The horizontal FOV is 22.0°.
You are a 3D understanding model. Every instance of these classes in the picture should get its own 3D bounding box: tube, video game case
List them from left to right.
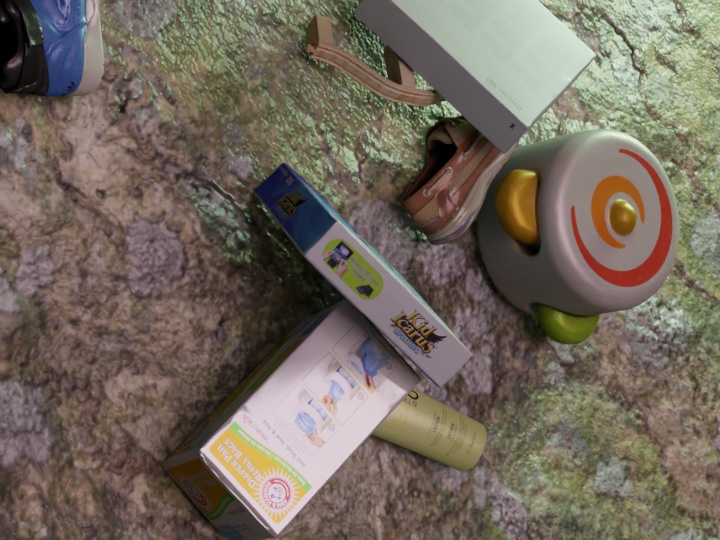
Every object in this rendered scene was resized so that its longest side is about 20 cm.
[{"bbox_3d":[0.000,0.000,1.656,0.045,0.200,0.181,-44,114,2],"label":"video game case"},{"bbox_3d":[0.028,0.132,1.753,0.199,0.052,0.058,28,30,-24],"label":"tube"}]

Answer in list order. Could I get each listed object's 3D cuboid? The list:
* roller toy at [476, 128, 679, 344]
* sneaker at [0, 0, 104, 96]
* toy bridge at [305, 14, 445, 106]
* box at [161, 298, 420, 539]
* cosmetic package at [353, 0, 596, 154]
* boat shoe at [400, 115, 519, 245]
[{"bbox_3d":[0.221,-0.048,1.853,0.183,0.139,0.200,-48,111,-30],"label":"roller toy"},{"bbox_3d":[-0.280,-0.245,1.551,0.111,0.076,0.202,-8,96,-45],"label":"sneaker"},{"bbox_3d":[0.038,-0.193,1.776,0.199,0.027,0.068,9,55,-26],"label":"toy bridge"},{"bbox_3d":[-0.062,0.134,1.629,0.101,0.112,0.200,48,64,-7],"label":"box"},{"bbox_3d":[0.112,-0.227,1.791,0.200,0.052,0.151,43,46,3],"label":"cosmetic package"},{"bbox_3d":[0.102,-0.120,1.818,0.072,0.076,0.201,38,60,-20],"label":"boat shoe"}]
